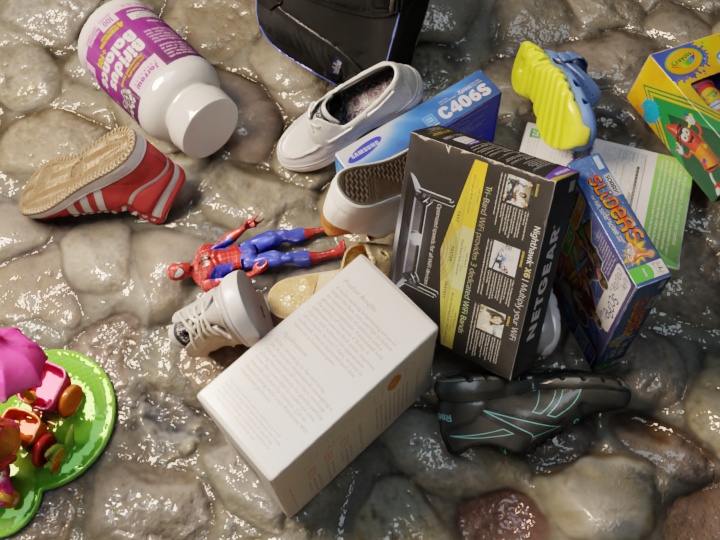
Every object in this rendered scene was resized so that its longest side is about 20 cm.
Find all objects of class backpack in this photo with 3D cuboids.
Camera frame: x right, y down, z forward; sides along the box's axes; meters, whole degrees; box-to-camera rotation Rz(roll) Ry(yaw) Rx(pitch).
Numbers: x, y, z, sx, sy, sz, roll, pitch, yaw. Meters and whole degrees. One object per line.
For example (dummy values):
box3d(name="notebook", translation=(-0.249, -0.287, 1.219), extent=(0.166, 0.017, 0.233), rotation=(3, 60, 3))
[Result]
box3d(name="backpack", translation=(-0.018, -0.323, 1.003), extent=(0.198, 0.184, 0.147), rotation=(29, 45, 14))

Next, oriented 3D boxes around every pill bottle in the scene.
box3d(name="pill bottle", translation=(-0.238, -0.226, 0.996), extent=(0.112, 0.113, 0.200), rotation=(-40, 67, -17))

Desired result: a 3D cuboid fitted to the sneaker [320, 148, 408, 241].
box3d(name="sneaker", translation=(0.042, -0.080, 0.893), extent=(0.198, 0.085, 0.073), rotation=(-11, 62, -32))

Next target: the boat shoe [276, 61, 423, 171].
box3d(name="boat shoe", translation=(-0.025, -0.173, 0.939), extent=(0.198, 0.068, 0.073), rotation=(-19, 74, 29))

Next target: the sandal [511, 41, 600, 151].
box3d(name="sandal", translation=(0.240, -0.205, 0.963), extent=(0.086, 0.080, 0.201), rotation=(4, 40, -10))

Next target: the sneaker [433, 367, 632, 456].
box3d(name="sneaker", translation=(0.170, 0.138, 0.827), extent=(0.197, 0.075, 0.081), rotation=(-2, 90, -4))

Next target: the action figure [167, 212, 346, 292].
box3d(name="action figure", translation=(-0.117, -0.020, 0.924), extent=(0.197, 0.052, 0.066), rotation=(-15, 67, -3))

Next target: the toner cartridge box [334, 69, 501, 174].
box3d(name="toner cartridge box", translation=(0.066, -0.139, 0.948), extent=(0.199, 0.095, 0.043), rotation=(-32, 64, -14))

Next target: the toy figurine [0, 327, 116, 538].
box3d(name="toy figurine", translation=(-0.340, 0.134, 0.777), extent=(0.148, 0.185, 0.202), rotation=(19, 66, 12))

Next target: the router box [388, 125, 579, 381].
box3d(name="router box", translation=(0.108, -0.019, 0.798), extent=(0.156, 0.202, 0.052), rotation=(25, 30, 32))

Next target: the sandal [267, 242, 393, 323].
box3d(name="sandal", translation=(0.002, 0.005, 0.890), extent=(0.209, 0.070, 0.078), rotation=(-15, 63, -5))

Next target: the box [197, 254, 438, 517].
box3d(name="box", translation=(-0.033, 0.112, 0.791), extent=(0.200, 0.153, 0.106), rotation=(-40, 68, -18))

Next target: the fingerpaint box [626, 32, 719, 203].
box3d(name="fingerpaint box", translation=(0.437, -0.189, 0.949), extent=(0.198, 0.074, 0.168), rotation=(-19, 63, -20))

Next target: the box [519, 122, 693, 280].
box3d(name="box", translation=(0.266, -0.080, 0.943), extent=(0.197, 0.036, 0.146), rotation=(15, 64, 12))

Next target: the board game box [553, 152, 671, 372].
box3d(name="board game box", translation=(0.228, 0.000, 0.810), extent=(0.034, 0.201, 0.137), rotation=(-19, 64, -6))

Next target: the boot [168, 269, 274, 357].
box3d(name="boot", translation=(-0.140, 0.054, 0.807), extent=(0.094, 0.200, 0.074), rotation=(-19, 81, -3))

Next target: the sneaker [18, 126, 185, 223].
box3d(name="sneaker", translation=(-0.293, -0.090, 0.964), extent=(0.198, 0.112, 0.072), rotation=(-17, 61, 28))

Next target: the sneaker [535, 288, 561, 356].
box3d(name="sneaker", translation=(0.133, 0.015, 0.873), extent=(0.081, 0.075, 0.201), rotation=(-15, 50, -23))
